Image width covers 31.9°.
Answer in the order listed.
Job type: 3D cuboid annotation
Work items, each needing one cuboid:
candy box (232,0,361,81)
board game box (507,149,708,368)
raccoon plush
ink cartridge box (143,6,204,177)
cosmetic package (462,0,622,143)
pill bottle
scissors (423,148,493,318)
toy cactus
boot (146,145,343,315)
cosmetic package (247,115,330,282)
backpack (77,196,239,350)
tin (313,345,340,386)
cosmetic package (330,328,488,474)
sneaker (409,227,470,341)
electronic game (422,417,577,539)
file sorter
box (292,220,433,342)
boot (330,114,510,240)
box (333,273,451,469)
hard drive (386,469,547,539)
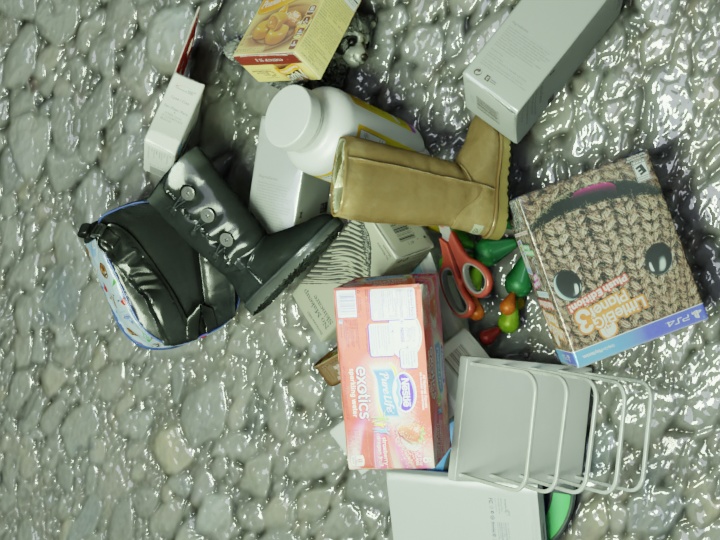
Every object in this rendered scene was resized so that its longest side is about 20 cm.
[{"bbox_3d":[-0.057,-0.319,1.491,0.115,0.055,0.201,7,65,45],"label":"candy box"},{"bbox_3d":[0.274,-0.013,1.424,0.158,0.097,0.202,-21,90,-2],"label":"board game box"},{"bbox_3d":[-0.076,-0.289,1.563,0.199,0.097,0.135,29,100,16],"label":"raccoon plush"},{"bbox_3d":[-0.218,-0.213,1.563,0.044,0.200,0.178,22,82,-8],"label":"ink cartridge box"},{"bbox_3d":[0.204,-0.253,1.400,0.081,0.113,0.200,39,86,13],"label":"cosmetic package"},{"bbox_3d":[-0.019,-0.153,1.487,0.104,0.199,0.105,-13,69,38],"label":"pill bottle"},{"bbox_3d":[0.096,-0.042,1.481,0.073,0.014,0.201,-42,66,41],"label":"scissors"},{"bbox_3d":[0.174,-0.025,1.510,0.164,0.102,0.202,-20,88,5],"label":"toy cactus"},{"bbox_3d":[-0.140,-0.072,1.524,0.165,0.066,0.200,-43,83,14],"label":"boot"},{"bbox_3d":[-0.089,-0.092,1.590,0.073,0.102,0.202,15,105,18],"label":"cosmetic package"},{"bbox_3d":[-0.252,0.006,1.625,0.192,0.199,0.154,67,155,5],"label":"backpack"},{"bbox_3d":[0.015,0.086,1.523,0.042,0.112,0.200,57,148,0],"label":"tin"},{"bbox_3d":[0.063,0.160,1.526,0.074,0.102,0.200,51,133,4],"label":"cosmetic package"},{"bbox_3d":[0.069,0.012,1.555,0.081,0.074,0.202,-16,91,20],"label":"sneaker"},{"bbox_3d":[0.172,0.263,1.569,0.198,0.042,0.202,4,100,21],"label":"electronic game"},{"bbox_3d":[0.219,0.178,1.419,0.124,0.199,0.140,5,88,54],"label":"file sorter"},{"bbox_3d":[0.000,0.000,1.540,0.082,0.068,0.200,56,137,16],"label":"box"},{"bbox_3d":[0.069,-0.125,1.427,0.198,0.177,0.066,10,149,-15],"label":"boot"},{"bbox_3d":[0.038,0.108,1.380,0.102,0.095,0.202,-4,96,17],"label":"box"},{"bbox_3d":[0.133,0.316,1.564,0.198,0.025,0.133,0,105,27],"label":"hard drive"}]
